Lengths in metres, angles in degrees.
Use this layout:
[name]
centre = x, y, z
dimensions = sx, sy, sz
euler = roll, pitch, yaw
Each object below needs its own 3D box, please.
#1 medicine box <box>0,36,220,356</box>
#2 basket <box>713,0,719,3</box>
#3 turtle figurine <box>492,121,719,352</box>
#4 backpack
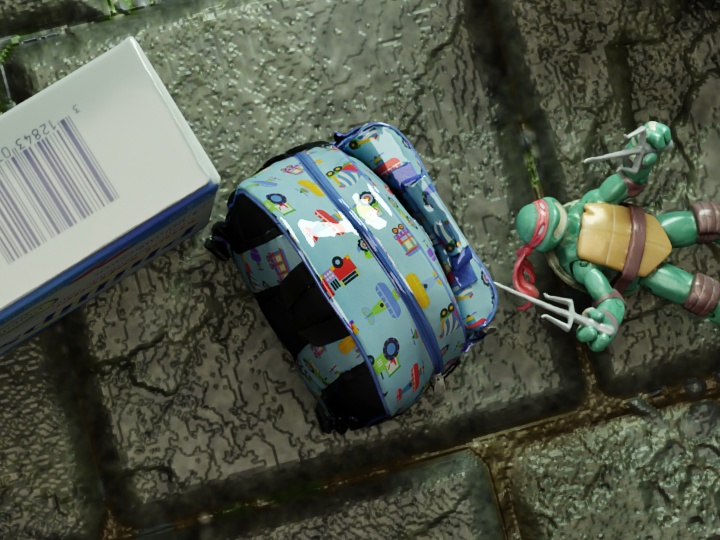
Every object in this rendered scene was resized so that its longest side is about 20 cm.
[medicine box]
centre = -0.188, -0.035, 1.375
dimensions = 0.182, 0.200, 0.103
euler = -32, 87, -8
[basket]
centre = 0.191, -0.262, 1.470
dimensions = 0.199, 0.136, 0.181
euler = 28, 47, -9
[turtle figurine]
centre = 0.175, -0.020, 1.466
dimensions = 0.199, 0.101, 0.151
euler = 11, 89, -18
[backpack]
centre = 0.000, 0.000, 1.394
dimensions = 0.134, 0.200, 0.183
euler = -32, 89, -8
